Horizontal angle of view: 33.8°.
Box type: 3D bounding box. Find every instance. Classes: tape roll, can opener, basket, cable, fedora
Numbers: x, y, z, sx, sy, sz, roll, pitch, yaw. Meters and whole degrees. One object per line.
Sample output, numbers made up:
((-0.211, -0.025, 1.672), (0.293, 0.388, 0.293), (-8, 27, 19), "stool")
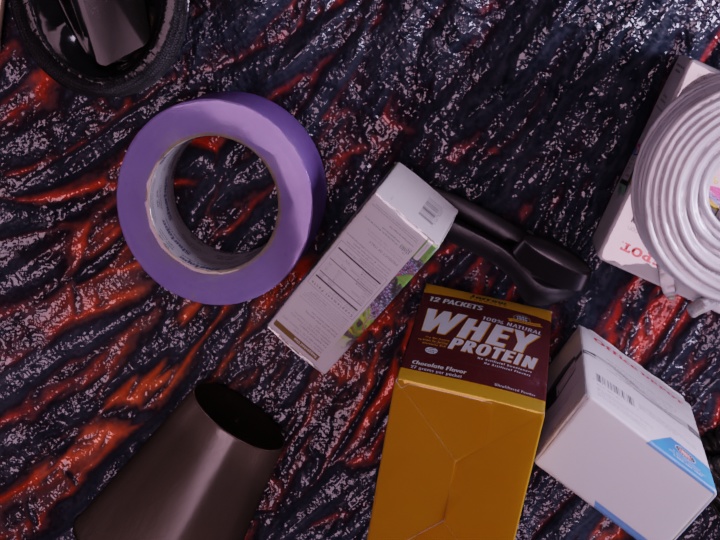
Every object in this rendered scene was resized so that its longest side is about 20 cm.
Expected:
((-0.136, -0.074, 1.180), (0.196, 0.085, 0.203), (2, 104, 8), "tape roll")
((0.134, -0.032, 1.166), (0.198, 0.063, 0.079), (30, 133, 10), "can opener")
((-0.176, 0.232, 1.237), (0.179, 0.136, 0.201), (35, 102, 4), "basket")
((0.336, -0.070, 1.030), (0.198, 0.069, 0.202), (-22, 99, 13), "cable")
((-0.242, -0.272, 1.144), (0.197, 0.092, 0.204), (2, 103, 8), "fedora")

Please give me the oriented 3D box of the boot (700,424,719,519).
((0.441, 0.209, 1.164), (0.209, 0.079, 0.160), (-24, 99, 14), "boot")

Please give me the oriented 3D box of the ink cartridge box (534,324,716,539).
((0.243, 0.153, 1.118), (0.144, 0.200, 0.084), (36, 108, -2), "ink cartridge box")

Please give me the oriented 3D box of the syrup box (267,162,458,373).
((0.000, 0.000, 1.153), (0.081, 0.079, 0.200), (38, 123, -2), "syrup box")

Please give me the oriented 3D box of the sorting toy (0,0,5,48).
((-0.440, -0.331, 1.188), (0.182, 0.037, 0.203), (12, 105, 5), "sorting toy")

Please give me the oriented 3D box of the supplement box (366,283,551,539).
((0.096, 0.153, 1.124), (0.131, 0.200, 0.200), (12, 114, 6), "supplement box")

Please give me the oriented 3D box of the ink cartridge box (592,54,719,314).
((0.324, -0.078, 1.111), (0.143, 0.084, 0.202), (24, 106, 2), "ink cartridge box")
